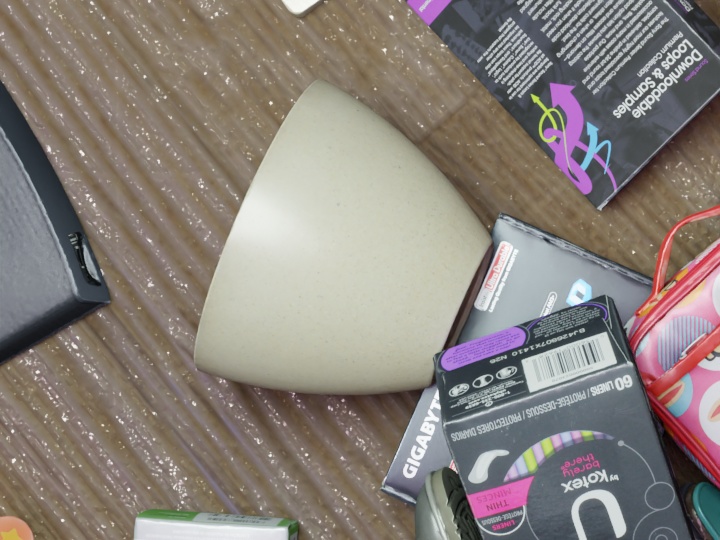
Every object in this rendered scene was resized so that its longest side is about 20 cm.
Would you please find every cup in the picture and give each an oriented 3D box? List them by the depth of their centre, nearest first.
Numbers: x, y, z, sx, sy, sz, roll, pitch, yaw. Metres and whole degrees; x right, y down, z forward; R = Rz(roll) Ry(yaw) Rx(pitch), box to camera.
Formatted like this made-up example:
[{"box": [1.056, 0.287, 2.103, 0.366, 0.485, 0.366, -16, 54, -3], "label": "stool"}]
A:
[{"box": [0.000, 0.000, 1.616, 0.142, 0.200, 0.201, 24, 92, 6], "label": "cup"}]

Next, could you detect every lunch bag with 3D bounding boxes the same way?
[{"box": [0.263, 0.032, 1.613, 0.200, 0.082, 0.176, -43, 91, 0], "label": "lunch bag"}]

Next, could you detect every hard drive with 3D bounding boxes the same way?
[{"box": [-0.269, -0.038, 1.727, 0.134, 0.042, 0.201, -29, 87, 6], "label": "hard drive"}]

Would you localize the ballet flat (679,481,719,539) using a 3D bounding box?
[{"box": [0.256, 0.226, 1.659, 0.073, 0.073, 0.200, -40, 92, 5], "label": "ballet flat"}]

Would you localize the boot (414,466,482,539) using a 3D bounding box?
[{"box": [-0.001, 0.235, 1.616, 0.199, 0.073, 0.183, -17, 90, 20], "label": "boot"}]

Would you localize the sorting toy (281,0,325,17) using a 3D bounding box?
[{"box": [-0.023, -0.307, 1.687, 0.198, 0.070, 0.201, -36, 86, 5], "label": "sorting toy"}]

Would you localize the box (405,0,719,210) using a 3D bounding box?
[{"box": [0.136, -0.157, 1.654, 0.200, 0.036, 0.143, 49, 126, 5], "label": "box"}]

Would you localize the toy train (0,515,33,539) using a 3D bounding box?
[{"box": [-0.222, 0.239, 1.672, 0.200, 0.150, 0.056, 45, 134, 8], "label": "toy train"}]

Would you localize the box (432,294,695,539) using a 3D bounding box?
[{"box": [0.131, 0.138, 1.547, 0.121, 0.106, 0.201, -19, 112, 6], "label": "box"}]

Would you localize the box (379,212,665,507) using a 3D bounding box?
[{"box": [0.124, 0.084, 1.679, 0.158, 0.046, 0.201, 24, 92, 6], "label": "box"}]

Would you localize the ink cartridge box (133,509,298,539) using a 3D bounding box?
[{"box": [-0.100, 0.263, 1.698, 0.103, 0.059, 0.202, 3, 90, 6], "label": "ink cartridge box"}]
